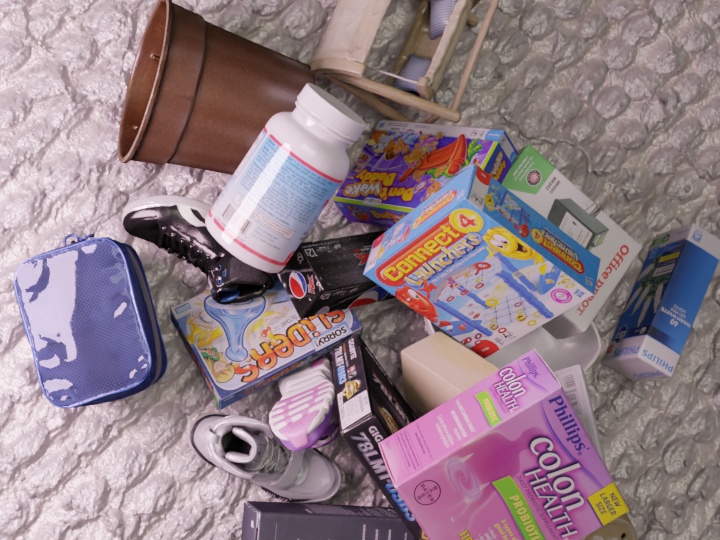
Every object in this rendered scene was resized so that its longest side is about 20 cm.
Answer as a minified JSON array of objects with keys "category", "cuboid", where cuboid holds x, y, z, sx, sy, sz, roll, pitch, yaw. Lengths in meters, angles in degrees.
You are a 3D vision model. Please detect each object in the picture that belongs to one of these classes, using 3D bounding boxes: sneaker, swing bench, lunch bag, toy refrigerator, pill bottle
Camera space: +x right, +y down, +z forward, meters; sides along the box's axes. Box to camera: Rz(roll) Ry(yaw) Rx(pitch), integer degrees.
[{"category":"sneaker","cuboid":[-0.055,0.174,1.416,0.080,0.200,0.089,-19,104,5]},{"category":"swing bench","cuboid":[0.055,-0.304,1.543,0.198,0.130,0.201,24,76,-11]},{"category":"lunch bag","cuboid":[-0.310,0.053,1.385,0.134,0.132,0.202,-14,86,-1]},{"category":"toy refrigerator","cuboid":[0.136,0.152,1.408,0.069,0.199,0.077,-24,124,-28]},{"category":"sneaker","cuboid":[-0.107,0.227,1.420,0.198,0.115,0.076,24,79,-11]},{"category":"pill bottle","cuboid":[-0.082,-0.106,1.359,0.108,0.109,0.201,34,103,-8]},{"category":"sneaker","cuboid":[-0.193,-0.020,1.434,0.197,0.073,0.113,8,56,-6]}]

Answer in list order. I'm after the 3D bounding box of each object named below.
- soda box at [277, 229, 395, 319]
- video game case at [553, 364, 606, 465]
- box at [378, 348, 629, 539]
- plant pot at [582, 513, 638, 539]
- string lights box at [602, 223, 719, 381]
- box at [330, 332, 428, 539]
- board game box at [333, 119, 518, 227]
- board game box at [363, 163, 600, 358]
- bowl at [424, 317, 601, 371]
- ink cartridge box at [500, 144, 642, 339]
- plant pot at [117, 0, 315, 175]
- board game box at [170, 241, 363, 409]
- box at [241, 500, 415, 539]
[{"category":"soda box","cuboid":[0.000,0.000,1.466,0.198,0.063,0.071,-11,62,-41]},{"category":"video game case","cuboid":[0.192,0.218,1.403,0.180,0.024,0.202,-19,45,15]},{"category":"box","cuboid":[0.151,0.218,1.267,0.199,0.097,0.177,-31,112,1]},{"category":"plant pot","cuboid":[0.234,0.300,1.432,0.185,0.200,0.190,-8,108,-24]},{"category":"string lights box","cuboid":[0.406,0.045,1.602,0.059,0.103,0.202,29,74,-10]},{"category":"box","cuboid":[0.038,0.200,1.400,0.049,0.199,0.201,-29,112,10]},{"category":"board game box","cuboid":[0.079,-0.115,1.484,0.045,0.198,0.135,50,61,-42]},{"category":"board game box","cuboid":[0.138,-0.004,1.389,0.195,0.200,0.056,34,48,-18]},{"category":"bowl","cuboid":[0.189,0.079,1.550,0.199,0.075,0.201,-35,92,-17]},{"category":"ink cartridge box","cuboid":[0.231,-0.034,1.499,0.200,0.084,0.146,40,73,-6]},{"category":"plant pot","cuboid":[-0.170,-0.201,1.439,0.196,0.200,0.203,15,78,-20]},{"category":"board game box","cuboid":[-0.115,0.065,1.465,0.198,0.035,0.136,-27,69,-18]},{"category":"box","cuboid":[-0.043,0.356,1.420,0.197,0.104,0.150,7,86,-14]}]
